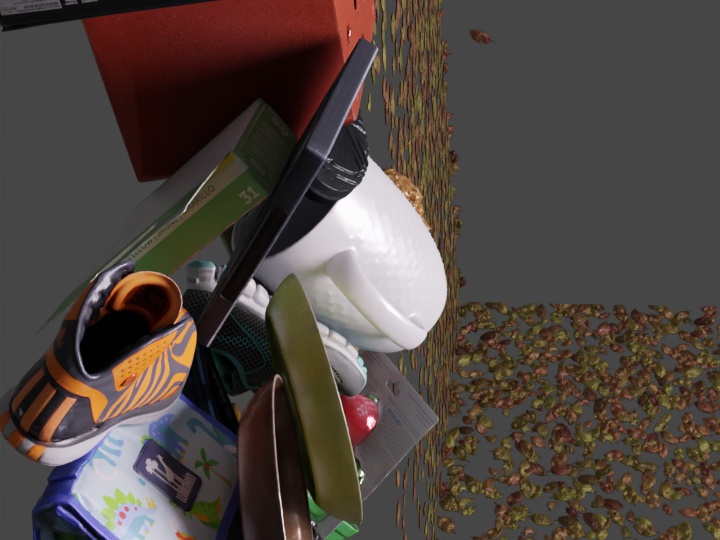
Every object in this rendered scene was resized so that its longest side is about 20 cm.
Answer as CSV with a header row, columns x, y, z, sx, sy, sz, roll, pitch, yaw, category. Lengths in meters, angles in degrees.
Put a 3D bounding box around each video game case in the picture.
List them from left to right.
x,y,z,sx,sy,sz,roll,pitch,yaw,category
-0.055,-0.054,0.872,0.200,0.019,0.143,-56,-171,40,video game case

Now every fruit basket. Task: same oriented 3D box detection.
x,y,z,sx,sy,sz,roll,pitch,yaw,category
-0.019,0.184,1.233,0.094,0.200,0.185,48,-2,-28,fruit basket

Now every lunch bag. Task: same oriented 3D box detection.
x,y,z,sx,sy,sz,roll,pitch,yaw,category
-0.142,0.183,0.831,0.170,0.126,0.201,-74,147,-63,lunch bag

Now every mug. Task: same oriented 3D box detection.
x,y,z,sx,sy,sz,roll,pitch,yaw,category
0.000,0.000,1.107,0.175,0.147,0.200,45,7,-30,mug

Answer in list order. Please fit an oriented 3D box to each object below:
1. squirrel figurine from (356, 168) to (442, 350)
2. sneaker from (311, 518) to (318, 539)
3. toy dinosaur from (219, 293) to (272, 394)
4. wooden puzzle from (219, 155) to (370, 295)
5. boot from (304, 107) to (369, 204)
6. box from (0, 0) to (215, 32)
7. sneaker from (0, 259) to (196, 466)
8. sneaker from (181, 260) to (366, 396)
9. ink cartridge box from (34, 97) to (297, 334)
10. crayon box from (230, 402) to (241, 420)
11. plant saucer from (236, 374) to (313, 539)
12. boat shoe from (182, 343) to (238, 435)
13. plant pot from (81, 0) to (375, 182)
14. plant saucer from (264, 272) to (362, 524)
x,y,z,sx,sy,sz,roll,pitch,yaw,category
-0.010,-0.007,1.332,0.142,0.198,0.188,76,8,-72,squirrel figurine
-0.113,0.270,1.004,0.200,0.070,0.094,-44,167,-41,sneaker
-0.087,0.070,1.170,0.077,0.101,0.202,-65,155,-68,toy dinosaur
-0.028,-0.010,1.225,0.185,0.046,0.201,-33,113,-27,wooden puzzle
-0.072,-0.097,1.057,0.073,0.162,0.199,29,39,-30,boot
-0.108,-0.210,0.743,0.158,0.198,0.050,-77,158,-54,box
-0.135,0.042,0.776,0.112,0.077,0.200,-49,180,24,sneaker
-0.084,0.073,1.079,0.077,0.199,0.092,-1,-119,60,sneaker
-0.125,-0.028,0.842,0.048,0.145,0.200,46,25,-16,ink cartridge box
-0.128,0.204,1.091,0.201,0.051,0.127,76,17,-54,crayon box
-0.056,0.174,0.850,0.200,0.032,0.202,-9,90,-88,plant saucer
-0.101,0.139,0.954,0.201,0.068,0.084,60,2,-10,boat shoe
-0.086,-0.203,0.938,0.201,0.174,0.201,81,15,-48,plant pot
-0.041,0.103,0.963,0.200,0.031,0.202,164,-90,-81,plant saucer
